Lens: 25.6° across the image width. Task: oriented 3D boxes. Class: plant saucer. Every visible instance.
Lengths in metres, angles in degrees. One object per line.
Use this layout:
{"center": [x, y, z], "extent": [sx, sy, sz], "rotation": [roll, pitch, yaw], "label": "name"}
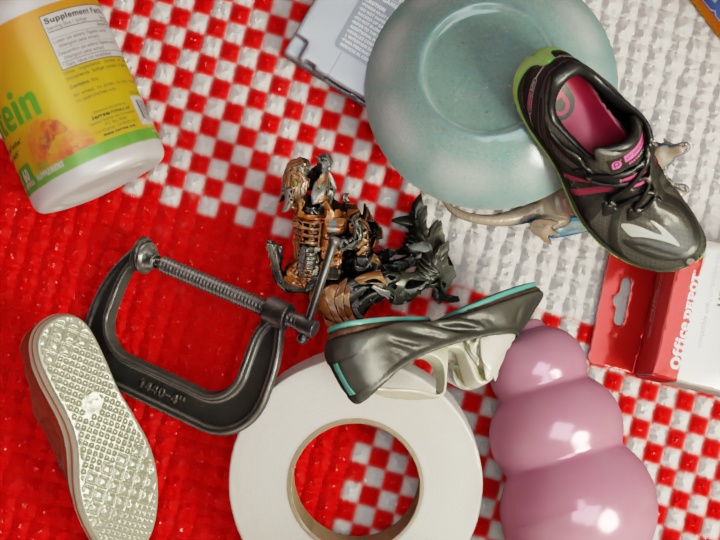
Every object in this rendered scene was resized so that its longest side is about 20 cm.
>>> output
{"center": [0.099, -0.149, 1.218], "extent": [0.198, 0.039, 0.203], "rotation": [-2, 76, 6], "label": "plant saucer"}

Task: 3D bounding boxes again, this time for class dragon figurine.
{"center": [0.170, -0.058, 1.266], "extent": [0.198, 0.099, 0.060], "rotation": [-15, 91, 14], "label": "dragon figurine"}

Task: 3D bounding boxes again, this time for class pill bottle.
{"center": [-0.239, -0.156, 1.217], "extent": [0.110, 0.111, 0.202], "rotation": [-24, 89, -5], "label": "pill bottle"}

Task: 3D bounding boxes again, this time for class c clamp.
{"center": [-0.121, 0.034, 1.224], "extent": [0.198, 0.027, 0.173], "rotation": [16, 95, 21], "label": "c clamp"}

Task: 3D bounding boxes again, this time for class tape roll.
{"center": [-0.004, 0.163, 1.233], "extent": [0.200, 0.037, 0.205], "rotation": [0, 100, 1], "label": "tape roll"}

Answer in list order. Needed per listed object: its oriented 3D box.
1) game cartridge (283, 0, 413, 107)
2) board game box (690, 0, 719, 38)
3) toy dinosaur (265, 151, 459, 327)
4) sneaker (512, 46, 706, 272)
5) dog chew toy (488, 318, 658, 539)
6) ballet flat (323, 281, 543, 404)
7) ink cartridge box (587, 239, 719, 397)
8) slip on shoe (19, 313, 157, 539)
{"center": [0.055, -0.179, 1.278], "extent": [0.199, 0.040, 0.134], "rotation": [31, 89, -2], "label": "game cartridge"}
{"center": [0.390, -0.248, 1.222], "extent": [0.199, 0.200, 0.200], "rotation": [-38, 91, -6], "label": "board game box"}
{"center": [0.000, 0.000, 1.241], "extent": [0.134, 0.103, 0.201], "rotation": [-19, 131, -4], "label": "toy dinosaur"}
{"center": [0.184, -0.074, 1.158], "extent": [0.077, 0.084, 0.200], "rotation": [-43, 103, -3], "label": "sneaker"}
{"center": [0.155, 0.137, 1.230], "extent": [0.123, 0.125, 0.202], "rotation": [-15, 81, -5], "label": "dog chew toy"}
{"center": [0.060, 0.060, 1.186], "extent": [0.198, 0.068, 0.069], "rotation": [-12, 82, -31], "label": "ballet flat"}
{"center": [0.293, 0.042, 1.267], "extent": [0.198, 0.067, 0.118], "rotation": [13, 86, -3], "label": "ink cartridge box"}
{"center": [-0.213, 0.129, 1.233], "extent": [0.074, 0.061, 0.202], "rotation": [-26, 102, -32], "label": "slip on shoe"}
